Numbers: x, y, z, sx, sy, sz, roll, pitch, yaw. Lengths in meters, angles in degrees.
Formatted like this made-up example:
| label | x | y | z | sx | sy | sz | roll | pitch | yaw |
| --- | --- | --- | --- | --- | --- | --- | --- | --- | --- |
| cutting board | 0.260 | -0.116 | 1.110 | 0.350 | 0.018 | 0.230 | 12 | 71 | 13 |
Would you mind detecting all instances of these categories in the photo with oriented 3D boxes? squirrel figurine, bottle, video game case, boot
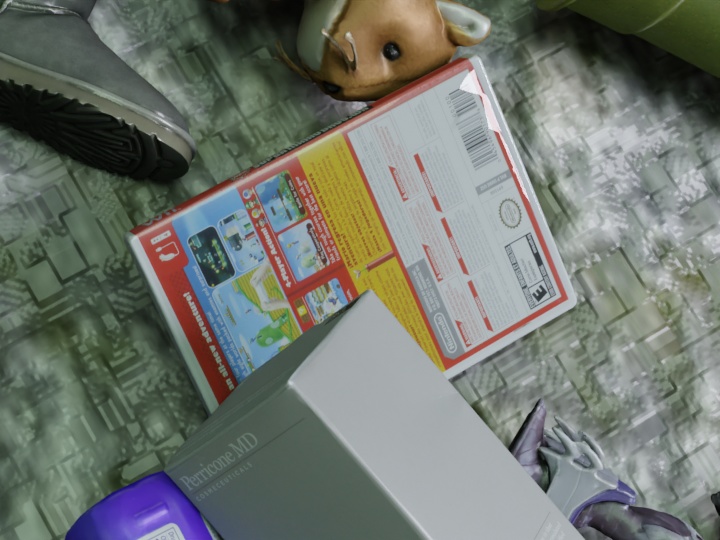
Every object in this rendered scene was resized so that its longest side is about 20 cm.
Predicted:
| label | x | y | z | sx | sy | sz | roll | pitch | yaw |
| --- | --- | --- | --- | --- | --- | --- | --- | --- | --- |
| squirrel figurine | 0.001 | -0.191 | 0.855 | 0.187 | 0.141 | 0.200 | 52 | 57 | -16 |
| bottle | -0.066 | 0.194 | 0.770 | 0.065 | 0.084 | 0.201 | -24 | 79 | -25 |
| video game case | 0.000 | 0.000 | 0.837 | 0.199 | 0.017 | 0.144 | -29 | 107 | -14 |
| boot | -0.135 | -0.165 | 0.882 | 0.181 | 0.073 | 0.201 | 25 | 65 | -2 |

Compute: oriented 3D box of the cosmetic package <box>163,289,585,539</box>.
| label | x | y | z | sx | sy | sz | roll | pitch | yaw |
| --- | --- | --- | --- | --- | --- | --- | --- | --- | --- |
| cosmetic package | 0.020 | 0.122 | 0.763 | 0.200 | 0.107 | 0.090 | 46 | 41 | -6 |

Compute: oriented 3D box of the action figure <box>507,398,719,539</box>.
| label | x | y | z | sx | sy | sz | roll | pitch | yaw |
| --- | --- | --- | --- | --- | --- | --- | --- | --- | --- |
| action figure | 0.157 | 0.136 | 0.806 | 0.199 | 0.130 | 0.070 | 29 | 96 | 6 |

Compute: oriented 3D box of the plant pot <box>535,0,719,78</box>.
| label | x | y | z | sx | sy | sz | roll | pitch | yaw |
| --- | --- | --- | --- | --- | --- | --- | --- | --- | --- |
| plant pot | 0.226 | -0.167 | 0.883 | 0.189 | 0.200 | 0.201 | 34 | 71 | -11 |
